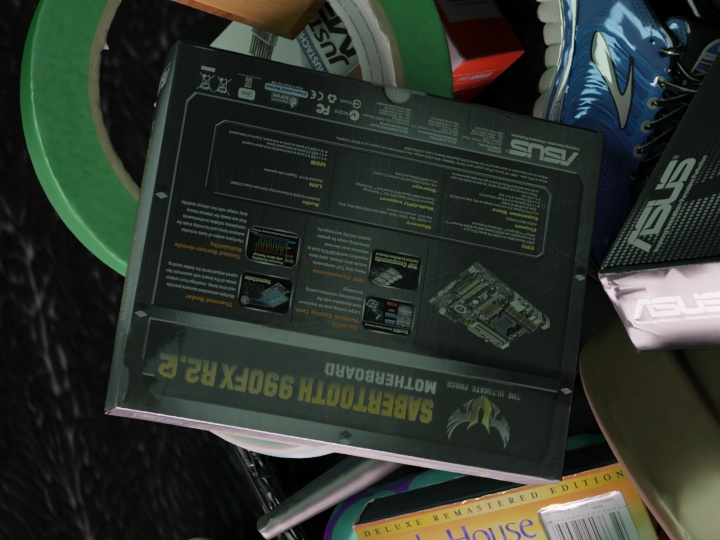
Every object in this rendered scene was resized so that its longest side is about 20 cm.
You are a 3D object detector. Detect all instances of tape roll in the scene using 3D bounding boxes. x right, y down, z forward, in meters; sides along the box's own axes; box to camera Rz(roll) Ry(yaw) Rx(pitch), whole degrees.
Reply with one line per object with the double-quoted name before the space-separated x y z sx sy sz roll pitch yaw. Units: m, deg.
"tape roll" -0.056 -0.084 0.764 0.048 0.199 0.202 176 82 -73

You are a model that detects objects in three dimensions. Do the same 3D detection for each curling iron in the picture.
"curling iron" 0.027 0.092 0.879 0.199 0.050 0.026 -28 97 14

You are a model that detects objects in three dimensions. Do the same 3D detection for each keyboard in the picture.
"keyboard" -0.043 0.148 0.965 0.201 0.020 0.127 60 171 12

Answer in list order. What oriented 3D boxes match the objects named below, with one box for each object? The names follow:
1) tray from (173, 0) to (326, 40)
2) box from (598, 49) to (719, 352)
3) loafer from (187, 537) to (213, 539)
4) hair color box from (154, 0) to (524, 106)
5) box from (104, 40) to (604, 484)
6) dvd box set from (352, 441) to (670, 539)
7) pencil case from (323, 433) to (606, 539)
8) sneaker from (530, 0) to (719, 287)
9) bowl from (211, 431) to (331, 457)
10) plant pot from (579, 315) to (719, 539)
"tray" -0.089 -0.217 0.874 0.037 0.098 0.201 -46 47 35
"box" 0.204 -0.053 0.655 0.159 0.200 0.044 -6 126 40
"loafer" -0.047 0.250 1.014 0.072 0.063 0.200 -39 74 2
"hair color box" -0.017 -0.106 0.908 0.200 0.064 0.111 -40 74 38
"box" 0.000 0.000 0.715 0.048 0.198 0.160 152 127 -75
"dvd box set" 0.098 0.187 0.789 0.145 0.029 0.201 -18 104 25
"pencil case" 0.074 0.143 0.865 0.199 0.085 0.093 -19 43 40
"sneaker" 0.133 -0.087 0.780 0.089 0.078 0.202 1 99 41
"bowl" -0.041 0.020 0.873 0.199 0.105 0.202 12 126 16
"plant pot" 0.220 0.056 0.685 0.174 0.200 0.201 -41 72 17
